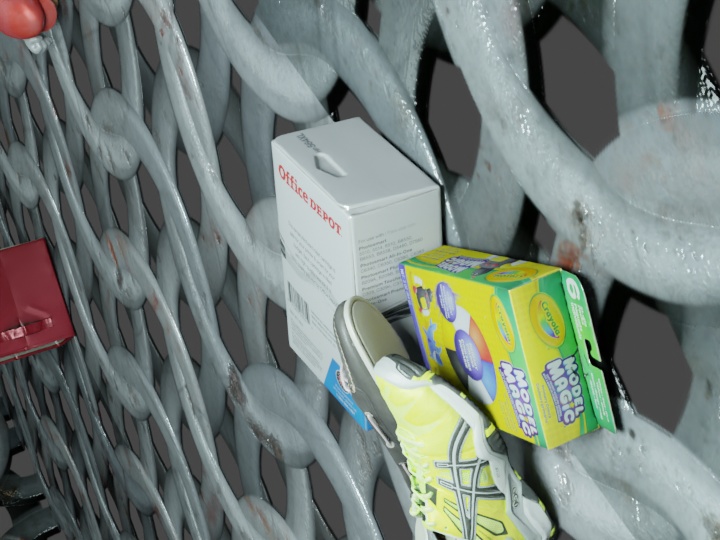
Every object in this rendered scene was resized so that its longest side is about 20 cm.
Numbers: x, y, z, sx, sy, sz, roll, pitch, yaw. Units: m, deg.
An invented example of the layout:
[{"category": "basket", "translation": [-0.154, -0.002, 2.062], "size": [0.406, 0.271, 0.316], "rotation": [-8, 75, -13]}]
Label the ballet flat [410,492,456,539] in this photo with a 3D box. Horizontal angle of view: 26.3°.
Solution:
[{"category": "ballet flat", "translation": [0.087, 0.255, 1.232], "size": [0.201, 0.072, 0.072], "rotation": [70, 159, 7]}]

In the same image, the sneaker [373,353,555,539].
[{"category": "sneaker", "translation": [0.065, 0.145, 1.101], "size": [0.200, 0.076, 0.075], "rotation": [54, 167, -22]}]

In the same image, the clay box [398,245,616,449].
[{"category": "clay box", "translation": [0.099, 0.051, 1.070], "size": [0.200, 0.047, 0.115], "rotation": [15, 123, 67]}]

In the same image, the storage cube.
[{"category": "storage cube", "translation": [-0.611, 0.062, 2.662], "size": [0.200, 0.170, 0.180], "rotation": [-22, 85, 69]}]

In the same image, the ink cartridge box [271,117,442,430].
[{"category": "ink cartridge box", "translation": [0.000, 0.000, 1.225], "size": [0.146, 0.084, 0.201], "rotation": [45, 146, 50]}]

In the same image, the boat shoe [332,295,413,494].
[{"category": "boat shoe", "translation": [0.021, 0.104, 1.159], "size": [0.200, 0.057, 0.067], "rotation": [55, -151, -31]}]

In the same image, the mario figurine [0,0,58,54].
[{"category": "mario figurine", "translation": [-0.445, -0.376, 2.079], "size": [0.123, 0.106, 0.200], "rotation": [43, -167, -39]}]
